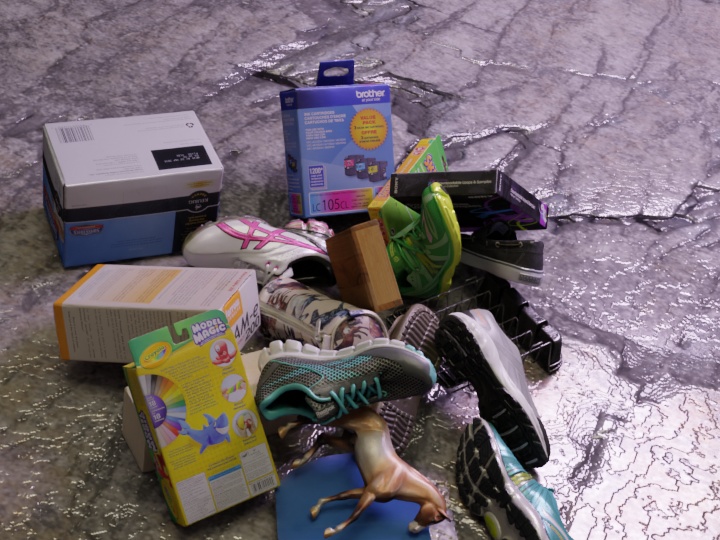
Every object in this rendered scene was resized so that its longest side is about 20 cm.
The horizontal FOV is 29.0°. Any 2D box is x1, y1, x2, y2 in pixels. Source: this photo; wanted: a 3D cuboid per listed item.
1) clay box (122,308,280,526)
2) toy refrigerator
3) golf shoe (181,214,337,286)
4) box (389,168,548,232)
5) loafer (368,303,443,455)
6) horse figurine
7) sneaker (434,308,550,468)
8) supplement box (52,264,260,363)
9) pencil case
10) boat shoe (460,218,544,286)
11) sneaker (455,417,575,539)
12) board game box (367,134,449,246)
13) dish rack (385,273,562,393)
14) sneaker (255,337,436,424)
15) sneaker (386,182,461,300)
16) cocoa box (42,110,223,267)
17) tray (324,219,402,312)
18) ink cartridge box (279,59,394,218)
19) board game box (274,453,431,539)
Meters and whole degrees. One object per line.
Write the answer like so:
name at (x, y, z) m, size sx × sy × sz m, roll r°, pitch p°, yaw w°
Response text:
clay box at (-0.168, 0.149, 1.442) m, size 0.115 × 0.201 × 0.048 m, roll -20°, pitch 7°, yaw -26°
toy refrigerator at (-0.158, 0.147, 1.530) m, size 0.199 × 0.076 × 0.070 m, roll -14°, pitch 46°, yaw -26°
golf shoe at (-0.121, -0.018, 1.731) m, size 0.199 × 0.073 × 0.092 m, roll -1°, pitch 43°, yaw -14°
box at (0.140, -0.086, 1.765) m, size 0.143 × 0.200 × 0.036 m, roll -1°, pitch 77°, yaw 26°
loafer at (0.035, 0.123, 1.576) m, size 0.076 × 0.067 × 0.200 m, roll 46°, pitch 50°, yaw -26°
horse figurine at (-0.004, 0.199, 1.460) m, size 0.132 × 0.050 × 0.200 m, roll -21°, pitch 53°, yaw -10°
sneaker at (0.166, 0.130, 1.581) m, size 0.079 × 0.074 × 0.201 m, roll -20°, pitch 80°, yaw -44°
supplement box at (-0.226, 0.050, 1.569) m, size 0.199 × 0.074 × 0.126 m, roll 2°, pitch 22°, yaw 15°
pencil case at (-0.051, 0.063, 1.595) m, size 0.089 × 0.078 × 0.200 m, roll 22°, pitch -1°, yaw -34°
boat shoe at (0.174, -0.032, 1.757) m, size 0.070 × 0.066 × 0.200 m, roll 9°, pitch 8°, yaw -20°
sneaker at (0.167, 0.247, 1.510) m, size 0.079 × 0.078 × 0.200 m, roll 4°, pitch 43°, yaw -37°
board game box at (0.070, -0.094, 1.845) m, size 0.030 × 0.096 × 0.200 m, roll 3°, pitch 34°, yaw 31°
dish rack at (0.134, 0.082, 1.691) m, size 0.200 × 0.055 × 0.153 m, roll -20°, pitch 48°, yaw -29°
sneaker at (-0.020, 0.126, 1.452) m, size 0.199 × 0.078 × 0.091 m, roll -4°, pitch 38°, yaw 19°
sneaker at (0.075, -0.025, 1.692) m, size 0.083 × 0.200 × 0.074 m, roll -6°, pitch 53°, yaw -10°
cocoa box at (-0.288, -0.103, 1.744) m, size 0.199 × 0.131 × 0.134 m, roll -8°, pitch 44°, yaw -21°
tray at (0.000, 0.000, 1.630) m, size 0.037 × 0.200 × 0.099 m, roll -17°, pitch 90°, yaw -11°
ink cartridge box at (-0.030, -0.174, 1.832) m, size 0.136 × 0.201 × 0.076 m, roll -7°, pitch 6°, yaw -20°
board game box at (-0.008, 0.277, 1.447) m, size 0.157 × 0.039 × 0.200 m, roll -2°, pitch 40°, yaw -6°
